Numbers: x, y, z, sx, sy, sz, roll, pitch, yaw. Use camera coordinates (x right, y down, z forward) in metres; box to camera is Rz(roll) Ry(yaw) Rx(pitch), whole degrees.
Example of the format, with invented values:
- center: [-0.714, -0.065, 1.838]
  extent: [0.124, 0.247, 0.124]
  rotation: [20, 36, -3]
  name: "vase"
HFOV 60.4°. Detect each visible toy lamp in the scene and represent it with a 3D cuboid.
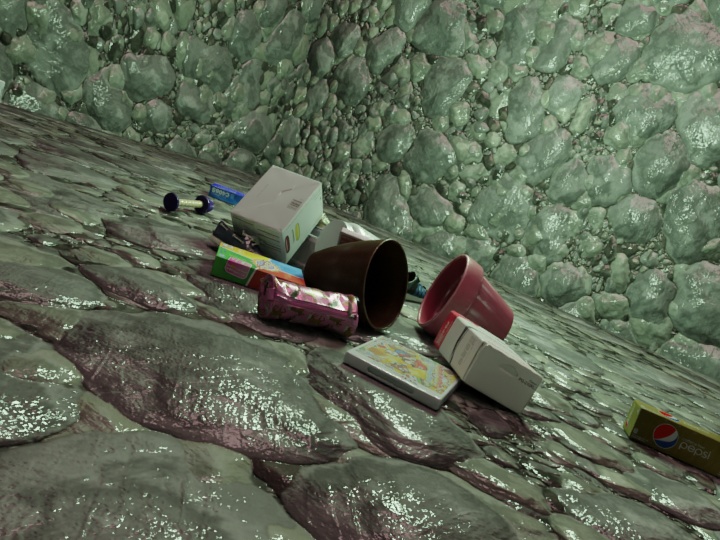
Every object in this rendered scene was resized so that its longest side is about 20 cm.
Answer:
- center: [-0.494, -0.194, 1.807]
  extent: [0.057, 0.060, 0.199]
  rotation: [22, 12, 15]
  name: "toy lamp"

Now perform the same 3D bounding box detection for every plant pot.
- center: [0.259, 0.096, 1.476]
  extent: [0.177, 0.203, 0.200]
  rotation: [34, 7, -10]
  name: "plant pot"
- center: [-0.023, 0.019, 1.353]
  extent: [0.195, 0.194, 0.185]
  rotation: [8, 1, 33]
  name: "plant pot"

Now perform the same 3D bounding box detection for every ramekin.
- center: [-0.112, -0.047, 1.697]
  extent: [0.196, 0.097, 0.203]
  rotation: [21, 9, -3]
  name: "ramekin"

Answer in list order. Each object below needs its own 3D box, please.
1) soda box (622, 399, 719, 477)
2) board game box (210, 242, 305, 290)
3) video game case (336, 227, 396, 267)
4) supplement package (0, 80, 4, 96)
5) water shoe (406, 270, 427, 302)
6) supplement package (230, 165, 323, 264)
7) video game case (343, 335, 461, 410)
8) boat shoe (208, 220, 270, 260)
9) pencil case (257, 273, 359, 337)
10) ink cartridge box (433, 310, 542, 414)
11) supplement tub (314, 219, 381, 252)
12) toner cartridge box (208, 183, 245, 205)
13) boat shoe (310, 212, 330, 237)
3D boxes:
- center: [0.651, 0.343, 1.272]
  extent: [0.195, 0.070, 0.064]
  rotation: [23, 9, 9]
  name: "soda box"
- center: [-0.220, 0.003, 1.340]
  extent: [0.194, 0.042, 0.153]
  rotation: [19, 10, -14]
  name: "board game box"
- center: [0.000, 0.000, 1.449]
  extent: [0.139, 0.203, 0.018]
  rotation: [21, 46, 3]
  name: "video game case"
- center: [-0.781, -0.283, 1.145]
  extent: [0.108, 0.206, 0.155]
  rotation: [22, 10, 24]
  name: "supplement package"
- center: [0.160, 0.046, 1.827]
  extent: [0.070, 0.081, 0.197]
  rotation: [27, 11, 36]
  name: "water shoe"
- center: [-0.205, -0.142, 1.558]
  extent: [0.152, 0.113, 0.202]
  rotation: [21, 51, 17]
  name: "supplement package"
- center: [0.081, 0.174, 1.098]
  extent: [0.178, 0.024, 0.199]
  rotation: [25, 10, 18]
  name: "video game case"
- center: [-0.274, -0.058, 1.473]
  extent: [0.196, 0.063, 0.075]
  rotation: [26, -7, 29]
  name: "boat shoe"
- center: [-0.096, 0.066, 1.139]
  extent: [0.195, 0.087, 0.085]
  rotation: [16, 41, -28]
  name: "pencil case"
- center: [0.240, 0.173, 1.198]
  extent: [0.142, 0.086, 0.200]
  rotation: [30, 6, -14]
  name: "ink cartridge box"
- center: [-0.009, -0.030, 1.574]
  extent: [0.198, 0.148, 0.144]
  rotation: [28, 2, -41]
  name: "supplement tub"
- center: [-0.472, -0.274, 2.348]
  extent: [0.194, 0.044, 0.095]
  rotation: [20, 10, -9]
  name: "toner cartridge box"
- center: [-0.121, -0.132, 1.659]
  extent: [0.195, 0.064, 0.072]
  rotation: [25, 10, 20]
  name: "boat shoe"
